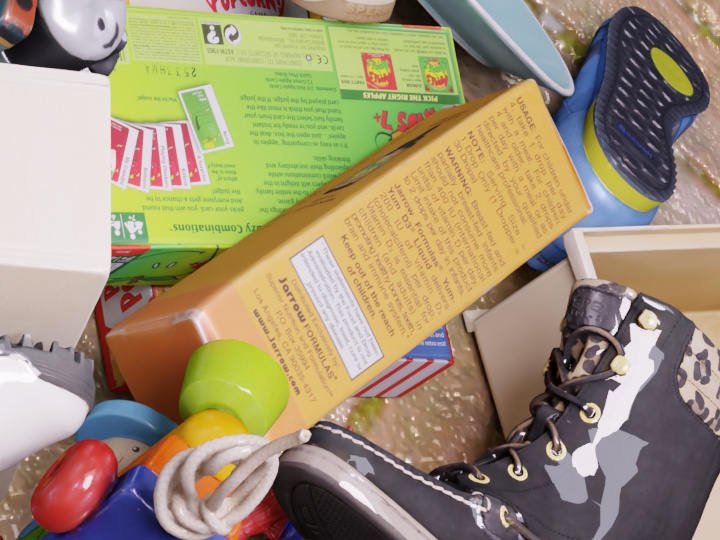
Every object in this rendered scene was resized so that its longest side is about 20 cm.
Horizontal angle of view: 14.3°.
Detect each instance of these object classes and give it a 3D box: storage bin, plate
[{"bbox_3d":[0.168,0.089,1.285,0.198,0.094,0.201,-3,68,-38],"label":"storage bin"},{"bbox_3d":[0.026,-0.152,1.295,0.200,0.026,0.200,49,12,-14],"label":"plate"}]

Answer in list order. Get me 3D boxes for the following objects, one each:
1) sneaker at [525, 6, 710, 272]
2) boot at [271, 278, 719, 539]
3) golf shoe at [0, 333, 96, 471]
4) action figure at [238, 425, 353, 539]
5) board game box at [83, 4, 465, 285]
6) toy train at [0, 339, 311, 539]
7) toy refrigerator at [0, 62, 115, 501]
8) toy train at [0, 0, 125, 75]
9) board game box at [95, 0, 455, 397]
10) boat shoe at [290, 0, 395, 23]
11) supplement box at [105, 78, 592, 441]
[{"bbox_3d":[0.113,-0.062,1.351,0.066,0.078,0.200,42,29,-8],"label":"sneaker"},{"bbox_3d":[0.067,0.072,1.121,0.200,0.073,0.151,35,70,-26],"label":"boot"},{"bbox_3d":[-0.173,0.083,0.932,0.199,0.078,0.095,-16,69,-18],"label":"golf shoe"},{"bbox_3d":[-0.011,0.078,1.151,0.199,0.099,0.065,12,25,-31],"label":"action figure"},{"bbox_3d":[-0.044,-0.049,1.157,0.199,0.048,0.102,0,72,-38],"label":"board game box"},{"bbox_3d":[-0.054,0.066,0.962,0.085,0.200,0.116,41,42,-12],"label":"toy train"},{"bbox_3d":[-0.136,0.009,1.012,0.069,0.200,0.076,5,62,-15],"label":"toy refrigerator"},{"bbox_3d":[-0.177,-0.079,1.036,0.114,0.199,0.086,33,47,-38],"label":"toy train"},{"bbox_3d":[-0.049,-0.048,1.221,0.151,0.046,0.201,4,65,-36],"label":"board game box"},{"bbox_3d":[-0.051,-0.176,1.218,0.200,0.065,0.071,34,28,30],"label":"boat shoe"},{"bbox_3d":[0.000,0.000,1.100,0.200,0.066,0.069,-38,104,-36],"label":"supplement box"}]
